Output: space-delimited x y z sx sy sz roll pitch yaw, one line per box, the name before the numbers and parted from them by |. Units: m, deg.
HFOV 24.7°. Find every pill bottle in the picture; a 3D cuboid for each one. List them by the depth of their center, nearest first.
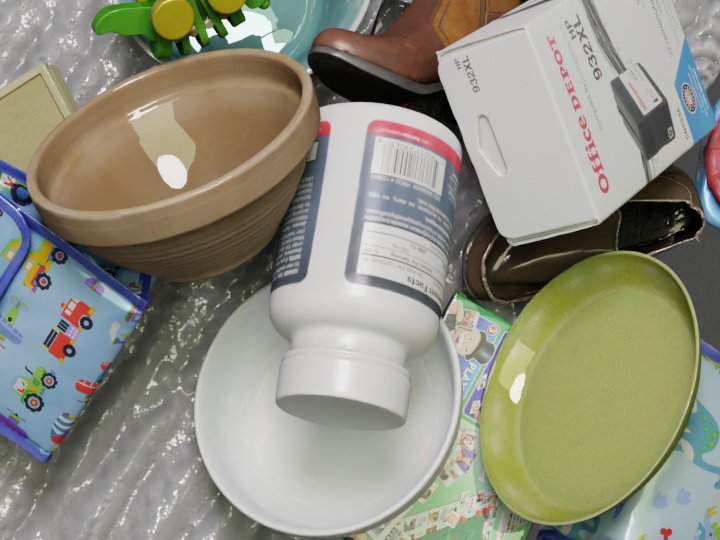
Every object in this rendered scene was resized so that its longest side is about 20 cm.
pill bottle | 0.000 0.000 1.119 0.118 0.120 0.202 10 72 -3

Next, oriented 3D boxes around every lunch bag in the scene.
lunch bag | -0.256 0.008 1.136 0.199 0.094 0.151 32 113 -8
lunch bag | 0.251 0.158 1.186 0.199 0.127 0.172 29 79 -30

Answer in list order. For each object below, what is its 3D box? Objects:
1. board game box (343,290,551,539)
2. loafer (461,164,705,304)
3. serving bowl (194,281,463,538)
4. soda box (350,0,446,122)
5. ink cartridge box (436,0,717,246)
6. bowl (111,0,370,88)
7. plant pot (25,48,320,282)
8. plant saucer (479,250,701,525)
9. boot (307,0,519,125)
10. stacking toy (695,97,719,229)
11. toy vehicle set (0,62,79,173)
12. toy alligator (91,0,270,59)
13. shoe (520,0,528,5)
board game box | 0.080 0.136 1.222 0.134 0.029 0.201 30 78 1
loafer | 0.170 -0.028 1.227 0.198 0.071 0.074 -22 113 -9
serving bowl | -0.017 0.100 1.186 0.198 0.066 0.203 -7 66 15
soda box | 0.020 -0.098 1.242 0.070 0.063 0.202 16 78 -2
ink cartridge box | 0.159 -0.126 1.175 0.200 0.083 0.147 -35 107 -47
bowl | -0.090 -0.218 1.235 0.198 0.105 0.204 1 80 -5
plant pot | -0.113 -0.057 1.094 0.199 0.201 0.093 -26 122 -9
plant saucer | 0.164 0.085 1.145 0.031 0.199 0.202 27 76 -34
boot | 0.050 -0.217 1.182 0.186 0.068 0.203 8 82 -27
stacking toy | 0.324 -0.095 1.199 0.108 0.200 0.118 13 79 -2
toy vehicle set | -0.278 -0.046 1.193 0.199 0.026 0.125 -30 83 10
toy alligator | -0.091 -0.195 1.153 0.198 0.059 0.055 -27 123 -9
shoe | 0.127 -0.146 1.265 0.069 0.053 0.202 -13 82 -7
